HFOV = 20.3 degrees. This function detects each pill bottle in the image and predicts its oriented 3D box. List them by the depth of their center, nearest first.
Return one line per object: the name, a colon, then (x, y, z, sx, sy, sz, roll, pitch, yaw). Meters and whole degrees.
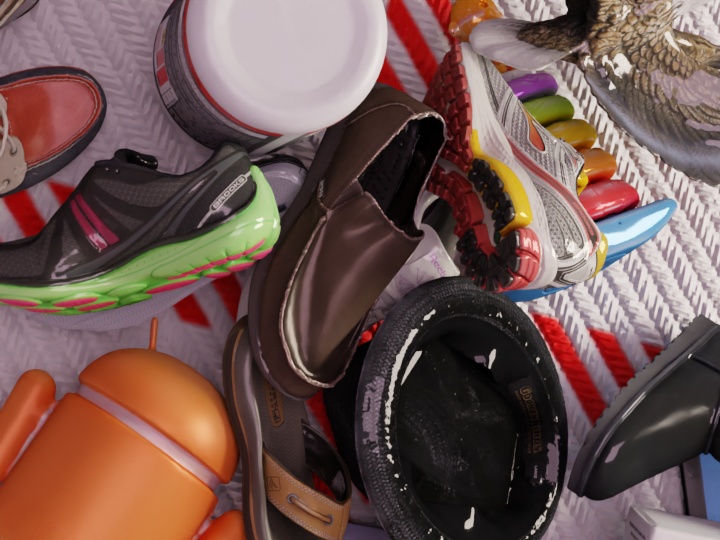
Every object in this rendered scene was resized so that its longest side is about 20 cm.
pill bottle: (-0.062, -0.129, 1.197, 0.115, 0.200, 0.117, 1, 87, -15)

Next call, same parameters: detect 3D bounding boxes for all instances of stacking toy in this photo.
stacking toy: (0.104, -0.088, 1.301, 0.115, 0.110, 0.201, -20, 81, -31)

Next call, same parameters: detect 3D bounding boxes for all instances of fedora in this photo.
fedora: (0.041, 0.100, 1.251, 0.200, 0.091, 0.202, 2, 88, -46)

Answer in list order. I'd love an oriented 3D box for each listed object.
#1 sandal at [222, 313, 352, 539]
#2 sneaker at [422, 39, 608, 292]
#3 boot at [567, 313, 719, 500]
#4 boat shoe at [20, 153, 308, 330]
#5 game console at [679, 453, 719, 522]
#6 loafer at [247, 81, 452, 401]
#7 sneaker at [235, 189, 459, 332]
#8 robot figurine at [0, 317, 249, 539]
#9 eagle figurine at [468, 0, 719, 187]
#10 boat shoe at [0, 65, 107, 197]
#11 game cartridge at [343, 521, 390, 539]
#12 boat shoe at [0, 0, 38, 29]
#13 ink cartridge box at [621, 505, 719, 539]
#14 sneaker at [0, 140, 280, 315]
sandal: (-0.033, 0.122, 1.210, 0.054, 0.082, 0.202, -6, 97, 25)
sneaker: (0.088, -0.060, 1.215, 0.082, 0.078, 0.201, 5, 45, -26)
boot: (0.255, 0.132, 1.275, 0.199, 0.066, 0.165, 35, 61, 21)
boat shoe: (-0.118, -0.017, 1.246, 0.198, 0.071, 0.073, -17, 105, 4)
game console: (0.322, 0.182, 1.333, 0.116, 0.175, 0.202, -7, 89, -44)
loafer: (-0.005, -0.020, 1.181, 0.073, 0.071, 0.201, 27, 76, -38)
sneaker: (0.000, 0.000, 1.256, 0.200, 0.099, 0.075, -49, 131, -11)
robot figurine: (-0.147, 0.133, 1.205, 0.201, 0.143, 0.117, -56, 140, -11)
eagle figurine: (0.180, -0.142, 1.260, 0.200, 0.150, 0.152, 50, 53, -34)
boat shoe: (-0.243, -0.074, 1.217, 0.199, 0.063, 0.072, -22, 91, -16)
game cartridge: (0.018, 0.232, 1.288, 0.198, 0.038, 0.131, 12, 80, -14)
boat shoe: (-0.277, -0.146, 1.207, 0.199, 0.068, 0.075, -37, 96, -14)
ink cartridge box: (0.227, 0.267, 1.289, 0.144, 0.084, 0.202, 11, 94, -3)
sneaker: (-0.144, -0.025, 1.179, 0.198, 0.077, 0.084, -14, 79, 10)
